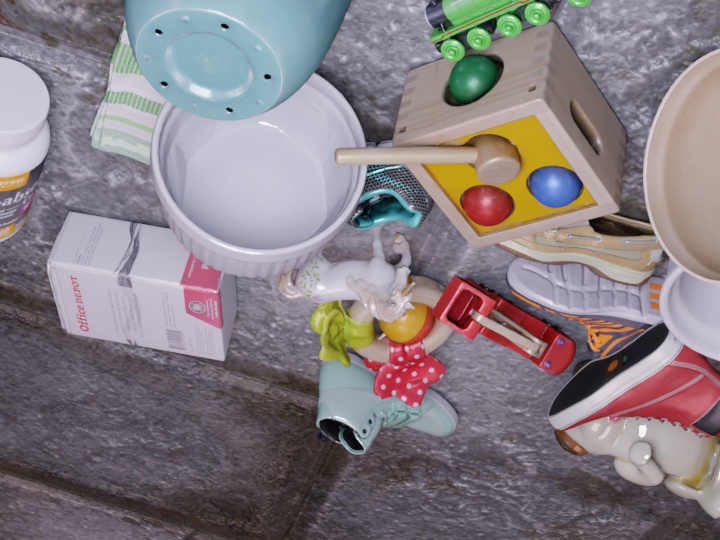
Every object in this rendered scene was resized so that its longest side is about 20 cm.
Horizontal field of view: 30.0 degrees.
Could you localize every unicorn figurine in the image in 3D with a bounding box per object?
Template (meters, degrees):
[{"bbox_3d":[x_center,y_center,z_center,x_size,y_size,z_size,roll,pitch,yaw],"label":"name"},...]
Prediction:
[{"bbox_3d":[0.000,0.000,1.412,0.199,0.138,0.074,-13,136,31],"label":"unicorn figurine"}]

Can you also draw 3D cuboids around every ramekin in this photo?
[{"bbox_3d":[0.397,0.001,1.321,0.199,0.098,0.201,8,143,6],"label":"ramekin"},{"bbox_3d":[-0.098,-0.087,1.260,0.199,0.201,0.105,16,156,-3],"label":"ramekin"}]

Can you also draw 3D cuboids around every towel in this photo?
[{"bbox_3d":[-0.186,-0.165,1.352,0.152,0.023,0.200,19,143,-9],"label":"towel"}]

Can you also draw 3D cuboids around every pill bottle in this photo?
[{"bbox_3d":[-0.387,-0.122,1.394,0.116,0.117,0.200,22,143,-11],"label":"pill bottle"}]

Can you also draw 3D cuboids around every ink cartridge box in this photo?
[{"bbox_3d":[-0.249,0.020,1.563,0.199,0.085,0.146,8,143,4],"label":"ink cartridge box"}]

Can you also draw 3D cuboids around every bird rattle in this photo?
[{"bbox_3d":[0.040,0.074,1.536,0.200,0.113,0.163,34,123,-30],"label":"bird rattle"}]

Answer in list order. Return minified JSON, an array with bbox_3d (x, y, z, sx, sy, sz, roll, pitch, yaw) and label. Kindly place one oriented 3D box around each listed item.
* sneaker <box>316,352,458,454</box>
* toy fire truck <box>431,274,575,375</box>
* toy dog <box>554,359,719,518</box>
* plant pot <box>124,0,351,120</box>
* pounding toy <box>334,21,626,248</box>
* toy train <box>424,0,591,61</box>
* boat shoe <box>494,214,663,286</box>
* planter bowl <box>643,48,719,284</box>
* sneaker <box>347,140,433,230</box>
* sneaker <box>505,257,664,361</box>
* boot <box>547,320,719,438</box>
[{"bbox_3d":[0.029,0.192,1.673,0.200,0.119,0.074,26,140,-18],"label":"sneaker"},{"bbox_3d":[0.159,0.061,1.447,0.199,0.049,0.141,29,-174,-18],"label":"toy fire truck"},{"bbox_3d":[0.328,0.174,1.561,0.199,0.140,0.194,18,-172,-7],"label":"toy dog"},{"bbox_3d":[-0.107,-0.225,1.131,0.199,0.162,0.201,8,143,6],"label":"plant pot"},{"bbox_3d":[0.113,-0.114,1.222,0.183,0.143,0.200,-15,136,32],"label":"pounding toy"},{"bbox_3d":[0.137,-0.236,1.143,0.199,0.042,0.056,-18,124,35],"label":"toy train"},{"bbox_3d":[0.214,-0.049,1.352,0.199,0.072,0.076,13,131,-13],"label":"boat shoe"},{"bbox_3d":[0.363,-0.086,1.162,0.134,0.201,0.200,3,152,-32],"label":"planter bowl"},{"bbox_3d":[-0.013,-0.083,1.347,0.199,0.092,0.078,-1,141,19],"label":"sneaker"},{"bbox_3d":[0.244,0.050,1.452,0.199,0.078,0.112,15,143,-2],"label":"sneaker"},{"bbox_3d":[0.309,0.151,1.445,0.144,0.073,0.200,40,133,-14],"label":"boot"}]
